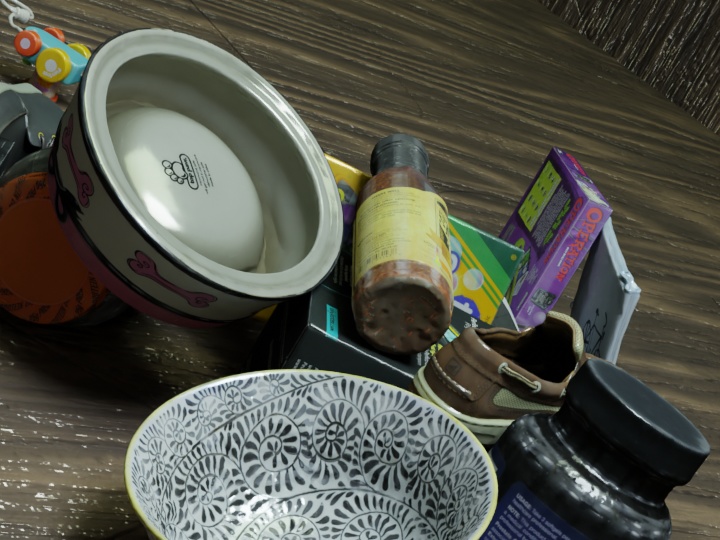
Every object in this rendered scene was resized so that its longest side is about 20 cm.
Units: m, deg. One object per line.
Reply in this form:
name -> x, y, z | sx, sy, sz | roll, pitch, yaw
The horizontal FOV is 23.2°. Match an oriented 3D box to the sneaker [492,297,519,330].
sneaker -> 0.092, 0.074, 1.320 | 0.200, 0.071, 0.099 | 54, 17, -24

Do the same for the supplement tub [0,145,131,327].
supplement tub -> -0.179, -0.033, 1.202 | 0.122, 0.123, 0.200 | 32, 18, 7

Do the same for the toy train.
toy train -> -0.247, -0.177, 1.609 | 0.200, 0.056, 0.150 | 21, 18, -34

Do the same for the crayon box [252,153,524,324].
crayon box -> 0.000, 0.000, 1.250 | 0.199, 0.126, 0.052 | 25, -1, -11

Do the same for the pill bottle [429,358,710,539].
pill bottle -> 0.104, 0.153, 0.991 | 0.112, 0.200, 0.112 | 33, 13, -9

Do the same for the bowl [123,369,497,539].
bowl -> -0.030, 0.145, 0.953 | 0.200, 0.095, 0.201 | 4, 30, -2

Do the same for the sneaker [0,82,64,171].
sneaker -> -0.241, -0.089, 1.335 | 0.106, 0.075, 0.200 | 30, 17, -1

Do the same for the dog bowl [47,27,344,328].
dog bowl -> -0.109, -0.051, 1.105 | 0.200, 0.074, 0.201 | 28, 42, -29

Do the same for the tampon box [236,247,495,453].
tampon box -> 0.026, 0.098, 1.157 | 0.200, 0.126, 0.150 | 27, 20, -10

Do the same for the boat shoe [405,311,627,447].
boat shoe -> 0.117, 0.065, 1.068 | 0.202, 0.075, 0.075 | 0, 37, -51

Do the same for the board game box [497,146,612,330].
board game box -> 0.132, 0.006, 1.452 | 0.032, 0.200, 0.120 | 26, 19, -15

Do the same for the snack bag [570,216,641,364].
snack bag -> 0.178, 0.070, 1.365 | 0.021, 0.201, 0.189 | 13, 19, -3

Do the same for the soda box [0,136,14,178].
soda box -> -0.280, -0.040, 1.142 | 0.063, 0.071, 0.200 | 21, 19, -9

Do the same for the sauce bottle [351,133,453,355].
sauce bottle -> 0.027, -0.025, 1.132 | 0.066, 0.066, 0.200 | 25, 32, -15
